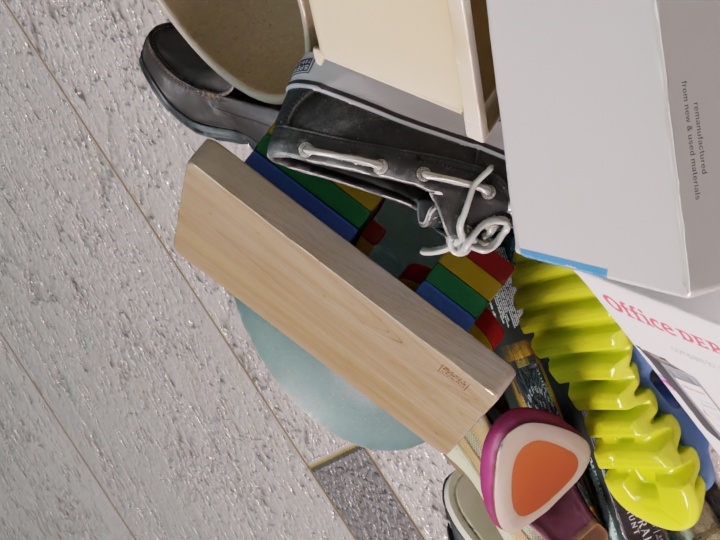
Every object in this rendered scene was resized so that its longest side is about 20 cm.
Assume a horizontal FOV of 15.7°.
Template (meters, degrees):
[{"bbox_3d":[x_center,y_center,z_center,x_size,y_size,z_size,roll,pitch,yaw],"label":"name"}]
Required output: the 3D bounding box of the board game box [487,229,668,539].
[{"bbox_3d":[0.116,0.068,1.540,0.135,0.028,0.201,-176,67,-74],"label":"board game box"}]

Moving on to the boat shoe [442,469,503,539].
[{"bbox_3d":[0.112,0.224,1.787,0.200,0.074,0.066,56,162,3],"label":"boat shoe"}]

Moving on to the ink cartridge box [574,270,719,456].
[{"bbox_3d":[0.212,0.049,1.227,0.200,0.086,0.147,48,167,-30],"label":"ink cartridge box"}]

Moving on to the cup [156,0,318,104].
[{"bbox_3d":[-0.033,-0.210,1.382,0.200,0.143,0.201,46,158,25],"label":"cup"}]

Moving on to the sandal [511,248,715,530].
[{"bbox_3d":[0.148,0.038,1.409,0.079,0.087,0.201,6,129,48],"label":"sandal"}]

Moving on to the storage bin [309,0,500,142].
[{"bbox_3d":[0.053,-0.202,1.117,0.093,0.199,0.200,22,150,25],"label":"storage bin"}]

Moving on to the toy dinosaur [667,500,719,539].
[{"bbox_3d":[0.179,0.120,1.532,0.200,0.047,0.088,49,165,29],"label":"toy dinosaur"}]

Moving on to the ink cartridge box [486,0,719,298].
[{"bbox_3d":[0.172,-0.079,1.069,0.128,0.199,0.126,15,117,60],"label":"ink cartridge box"}]

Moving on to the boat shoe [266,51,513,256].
[{"bbox_3d":[0.051,-0.041,1.305,0.199,0.068,0.074,23,166,-9],"label":"boat shoe"}]

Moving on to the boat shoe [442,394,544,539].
[{"bbox_3d":[0.114,0.129,1.660,0.200,0.072,0.076,46,140,18],"label":"boat shoe"}]

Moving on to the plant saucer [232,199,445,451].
[{"bbox_3d":[0.005,0.009,1.590,0.036,0.200,0.200,-29,95,39],"label":"plant saucer"}]

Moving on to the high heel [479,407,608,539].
[{"bbox_3d":[0.081,0.098,1.447,0.096,0.067,0.200,51,174,27],"label":"high heel"}]

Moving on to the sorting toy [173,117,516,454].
[{"bbox_3d":[0.000,0.000,1.429,0.200,0.070,0.199,37,166,3],"label":"sorting toy"}]

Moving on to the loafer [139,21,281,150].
[{"bbox_3d":[-0.069,-0.120,1.710,0.200,0.073,0.072,32,141,30],"label":"loafer"}]
